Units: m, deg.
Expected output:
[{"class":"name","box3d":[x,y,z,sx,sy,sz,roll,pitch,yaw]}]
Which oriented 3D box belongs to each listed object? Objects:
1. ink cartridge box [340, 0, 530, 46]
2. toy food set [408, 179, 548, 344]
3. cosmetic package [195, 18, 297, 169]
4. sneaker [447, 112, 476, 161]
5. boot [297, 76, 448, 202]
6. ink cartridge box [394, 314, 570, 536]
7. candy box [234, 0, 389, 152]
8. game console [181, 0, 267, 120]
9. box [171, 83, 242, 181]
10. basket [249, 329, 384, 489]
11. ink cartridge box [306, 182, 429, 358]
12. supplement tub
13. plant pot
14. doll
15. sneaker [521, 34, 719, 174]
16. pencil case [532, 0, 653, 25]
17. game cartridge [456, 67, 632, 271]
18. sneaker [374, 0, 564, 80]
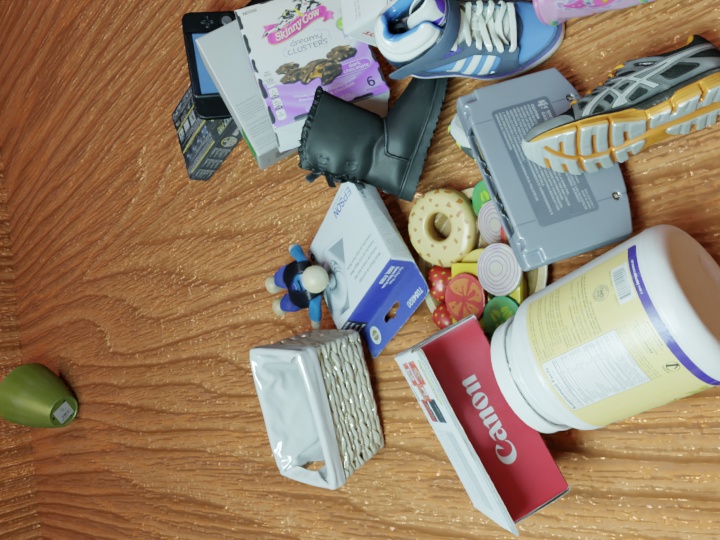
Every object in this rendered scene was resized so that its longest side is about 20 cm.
[{"class":"ink cartridge box","box3d":[0.091,-0.336,0.728,0.199,0.144,0.085,-11,83,46]},{"class":"toy food set","box3d":[0.141,-0.008,0.763,0.197,0.048,0.203,-1,91,47]},{"class":"cosmetic package","box3d":[-0.172,-0.276,0.989,0.201,0.084,0.108,60,173,1]},{"class":"sneaker","box3d":[0.177,-0.129,0.701,0.077,0.075,0.201,-51,61,28]},{"class":"boot","box3d":[0.014,-0.192,0.796,0.073,0.161,0.201,-90,17,-82]},{"class":"ink cartridge box","box3d":[0.128,0.158,0.669,0.202,0.083,0.176,62,172,7]},{"class":"candy box","box3d":[-0.069,-0.292,0.886,0.072,0.166,0.202,87,163,-72]},{"class":"game console","box3d":[-0.210,-0.380,1.075,0.116,0.174,0.203,142,119,-72]},{"class":"box","box3d":[-0.293,-0.296,1.211,0.200,0.049,0.163,-38,63,41]},{"class":"basket","box3d":[-0.059,0.190,0.908,0.135,0.123,0.203,-5,102,47]},{"class":"ink cartridge box","box3d":[0.000,0.000,0.889,0.201,0.040,0.200,63,145,24]},{"class":"supplement tub","box3d":[0.238,0.064,0.593,0.200,0.144,0.147,-38,65,41]},{"class":"plant pot","box3d":[-0.945,0.394,1.872,0.198,0.186,0.190,12,101,30]},{"class":"doll","box3d":[-0.093,0.028,0.974,0.200,0.048,0.138,-25,83,64]},{"class":"sneaker","box3d":[0.250,-0.156,0.595,0.198,0.078,0.078,-17,64,13]},{"class":"pencil case","box3d":[0.262,-0.297,0.596,0.199,0.087,0.089,3,94,47]},{"class":"game cartridge","box3d":[0.194,-0.110,0.649,0.041,0.132,0.202,81,172,-73]},{"class":"sneaker","box3d":[0.112,-0.258,0.668,0.198,0.146,0.082,-2,91,21]}]
